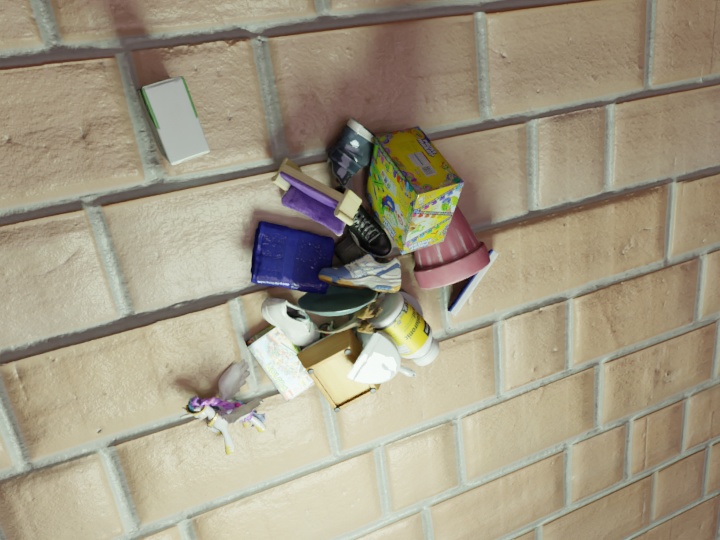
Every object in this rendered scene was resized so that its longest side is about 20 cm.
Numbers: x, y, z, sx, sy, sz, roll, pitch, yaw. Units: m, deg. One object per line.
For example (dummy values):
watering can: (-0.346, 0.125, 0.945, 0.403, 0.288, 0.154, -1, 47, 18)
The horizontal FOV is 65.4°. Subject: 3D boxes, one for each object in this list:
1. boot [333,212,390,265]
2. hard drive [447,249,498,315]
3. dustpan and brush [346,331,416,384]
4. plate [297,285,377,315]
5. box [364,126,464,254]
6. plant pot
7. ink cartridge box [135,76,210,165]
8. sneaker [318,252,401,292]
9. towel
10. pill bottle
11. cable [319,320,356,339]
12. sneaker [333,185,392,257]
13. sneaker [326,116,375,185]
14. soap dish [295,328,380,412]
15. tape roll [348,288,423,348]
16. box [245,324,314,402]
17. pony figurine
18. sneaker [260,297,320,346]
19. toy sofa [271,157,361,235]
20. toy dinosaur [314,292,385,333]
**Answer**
boot: (0.041, -0.056, 1.407, 0.200, 0.068, 0.131, -41, 78, 1)
hard drive: (0.308, 0.036, 1.553, 0.025, 0.132, 0.201, 35, 91, 8)
dustpan and brush: (0.071, 0.237, 1.402, 0.199, 0.057, 0.140, 29, 99, -23)
plate: (-0.055, 0.074, 1.365, 0.198, 0.200, 0.026, -12, 107, -19)
box: (0.114, -0.184, 1.293, 0.121, 0.201, 0.194, -17, 147, -22)
plant pot: (0.214, -0.073, 1.450, 0.198, 0.200, 0.181, -24, 99, -14)
ink cartridge box: (-0.376, -0.301, 1.116, 0.082, 0.200, 0.148, -24, 115, -17)
sneaker: (0.000, 0.000, 1.344, 0.197, 0.075, 0.089, 6, 83, 1)
towel: (-0.165, -0.027, 1.358, 0.198, 0.049, 0.150, 11, 83, -23)
pill bottle: (0.115, 0.154, 1.440, 0.111, 0.111, 0.200, -46, 118, -4)
cable: (-0.084, 0.221, 1.479, 0.096, 0.050, 0.202, 21, 105, 1)
sneaker: (-0.004, -0.113, 1.330, 0.073, 0.112, 0.200, -42, 82, 0)
sneaker: (0.010, -0.258, 1.364, 0.201, 0.077, 0.147, 27, 103, -35)
soap dish: (-0.050, 0.259, 1.435, 0.156, 0.081, 0.201, -27, 119, 6)
tape roll: (0.070, 0.141, 1.516, 0.198, 0.066, 0.203, -6, 108, -20)
box: (-0.198, 0.234, 1.449, 0.109, 0.035, 0.201, -34, 116, -9)
pony figurine: (-0.318, 0.346, 1.385, 0.192, 0.167, 0.201, -33, 131, -2)
sneaker: (-0.151, 0.128, 1.382, 0.200, 0.088, 0.076, 39, 49, -43)
toy sofa: (-0.106, -0.166, 1.270, 0.098, 0.199, 0.083, -60, 157, 0)
toy dinosaur: (-0.006, 0.123, 1.372, 0.199, 0.106, 0.061, -32, 103, -14)
